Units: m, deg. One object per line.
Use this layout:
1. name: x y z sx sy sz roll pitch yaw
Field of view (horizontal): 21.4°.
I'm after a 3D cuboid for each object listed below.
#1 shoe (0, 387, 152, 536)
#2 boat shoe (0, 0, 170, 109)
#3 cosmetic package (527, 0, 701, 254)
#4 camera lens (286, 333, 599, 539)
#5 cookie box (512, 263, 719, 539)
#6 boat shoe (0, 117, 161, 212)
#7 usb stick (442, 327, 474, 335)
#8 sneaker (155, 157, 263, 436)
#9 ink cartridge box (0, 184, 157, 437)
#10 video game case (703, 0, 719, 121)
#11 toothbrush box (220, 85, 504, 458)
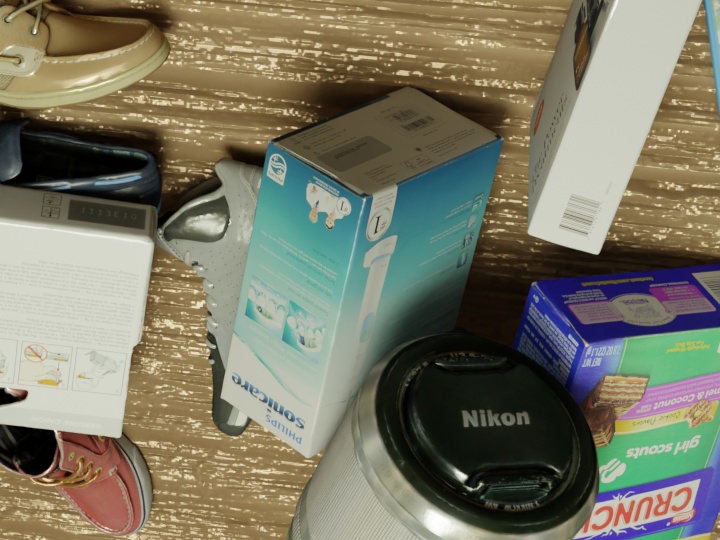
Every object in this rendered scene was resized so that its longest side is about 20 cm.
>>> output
1. shoe: -0.219 0.135 1.388 0.071 0.091 0.201 -17 117 16
2. boat shoe: -0.223 -0.146 1.232 0.198 0.071 0.065 -4 121 10
3. cosmetic package: 0.153 -0.135 1.152 0.051 0.151 0.201 17 121 -2
4. camera lens: 0.048 0.151 1.205 0.159 0.161 0.201 21 135 -7
5. cookie box: 0.179 0.102 1.297 0.170 0.075 0.201 -5 127 -26
6. boat shoe: -0.230 -0.078 1.275 0.198 0.085 0.069 4 141 -12
7. usb stick: 0.097 0.103 1.326 0.055 0.033 0.200 -45 136 0
8. sneaker: -0.100 0.011 1.320 0.115 0.075 0.201 19 111 0
9. ink cartridge box: -0.244 0.024 1.276 0.198 0.044 0.174 8 128 -8
10. video game case: 0.300 -0.118 1.223 0.142 0.018 0.201 -8 120 10
11. toothbrush box: 0.000 0.000 1.243 0.085 0.146 0.201 31 127 29
